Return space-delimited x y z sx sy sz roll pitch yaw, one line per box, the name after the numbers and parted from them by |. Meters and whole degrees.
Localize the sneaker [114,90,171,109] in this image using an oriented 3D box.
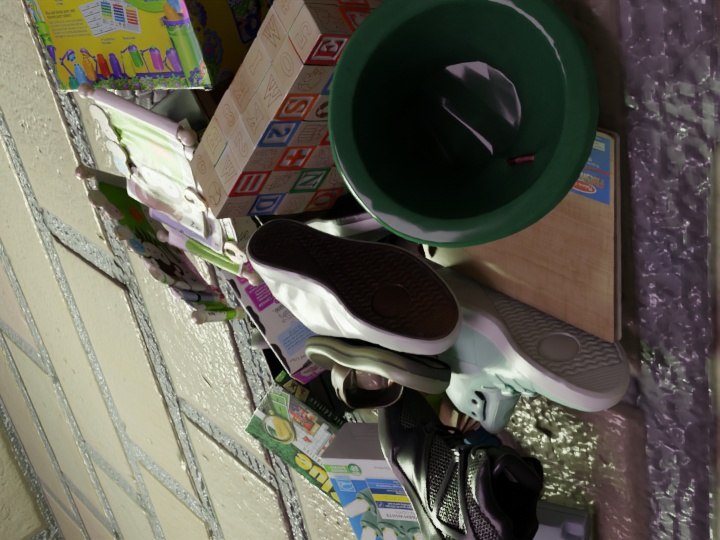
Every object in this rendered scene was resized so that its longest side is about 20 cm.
-0.217 -0.247 1.110 0.201 0.077 0.082 99 153 -45 | sneaker

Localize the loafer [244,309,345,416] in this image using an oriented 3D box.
-0.086 0.086 1.206 0.201 0.063 0.072 62 155 -5 | loafer

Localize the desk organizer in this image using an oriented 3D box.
-0.154 -0.142 1.079 0.072 0.077 0.200 62 153 -7 | desk organizer

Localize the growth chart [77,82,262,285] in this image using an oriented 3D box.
-0.167 -0.075 0.973 0.144 0.018 0.201 20 147 31 | growth chart

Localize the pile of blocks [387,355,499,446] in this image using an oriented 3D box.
0.084 0.164 1.001 0.201 0.062 0.082 55 153 7 | pile of blocks

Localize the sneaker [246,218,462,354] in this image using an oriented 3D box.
0.003 0.023 0.871 0.199 0.073 0.085 26 153 35 | sneaker

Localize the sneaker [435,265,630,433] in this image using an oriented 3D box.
0.127 0.080 0.832 0.200 0.073 0.119 32 141 50 | sneaker

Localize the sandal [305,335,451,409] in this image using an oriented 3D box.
0.006 0.088 0.909 0.201 0.079 0.058 -173 92 -69 | sandal

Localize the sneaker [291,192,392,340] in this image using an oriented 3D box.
0.000 0.000 0.957 0.200 0.083 0.121 -14 110 57 | sneaker

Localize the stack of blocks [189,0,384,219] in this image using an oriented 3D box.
-0.037 -0.127 0.844 0.200 0.115 0.059 -53 56 43 | stack of blocks

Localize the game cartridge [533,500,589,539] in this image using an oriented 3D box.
0.137 0.274 0.988 0.132 0.041 0.201 5 128 19 | game cartridge

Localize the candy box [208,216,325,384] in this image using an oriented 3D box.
-0.094 0.013 1.100 0.201 0.061 0.136 54 177 9 | candy box

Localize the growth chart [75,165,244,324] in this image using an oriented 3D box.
-0.198 -0.023 1.101 0.200 0.018 0.145 52 -170 3 | growth chart

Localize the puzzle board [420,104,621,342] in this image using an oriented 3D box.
0.107 -0.050 0.787 0.199 0.017 0.152 26 132 46 | puzzle board

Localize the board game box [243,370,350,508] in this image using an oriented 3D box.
-0.026 0.199 1.174 0.199 0.023 0.105 37 137 4 | board game box

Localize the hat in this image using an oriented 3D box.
0.079 -0.104 0.762 0.199 0.176 0.167 -19 90 23 | hat

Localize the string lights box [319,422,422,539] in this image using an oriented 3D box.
0.048 0.248 1.106 0.102 0.059 0.201 -5 118 36 | string lights box

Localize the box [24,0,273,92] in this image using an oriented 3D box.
-0.179 -0.259 0.907 0.199 0.122 0.194 7 125 39 | box

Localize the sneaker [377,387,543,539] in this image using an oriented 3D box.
0.084 0.153 0.893 0.114 0.076 0.200 -51 40 25 | sneaker
